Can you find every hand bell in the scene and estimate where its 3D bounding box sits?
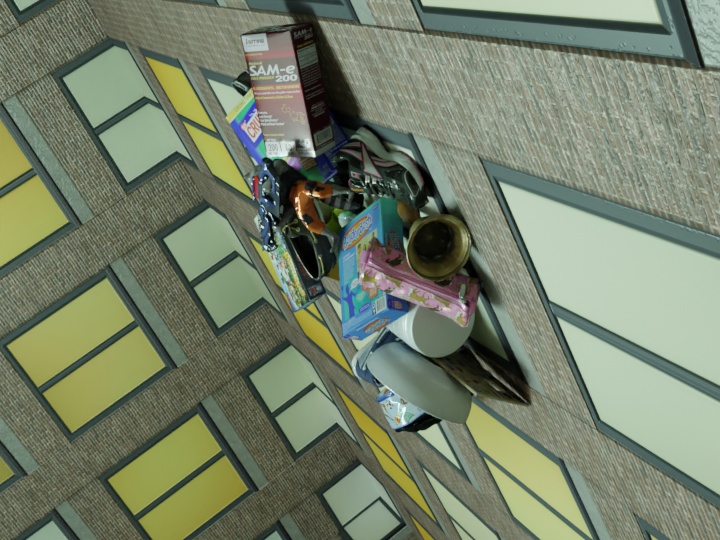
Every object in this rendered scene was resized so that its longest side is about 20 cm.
[{"bbox_3d":[0.091,-0.071,1.577,0.105,0.103,0.200,62,177,-28],"label":"hand bell"}]

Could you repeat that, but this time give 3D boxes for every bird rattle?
[{"bbox_3d":[-0.086,-0.124,1.954,0.161,0.114,0.200,19,-172,-24],"label":"bird rattle"}]

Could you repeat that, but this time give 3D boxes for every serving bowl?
[{"bbox_3d":[0.111,0.178,1.717,0.198,0.066,0.200,29,-171,-5],"label":"serving bowl"}]

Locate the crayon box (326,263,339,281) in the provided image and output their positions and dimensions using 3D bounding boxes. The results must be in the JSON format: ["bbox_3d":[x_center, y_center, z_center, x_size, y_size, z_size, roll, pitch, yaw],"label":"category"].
[{"bbox_3d":[-0.029,-0.009,1.975,0.198,0.052,0.126,20,-171,-34],"label":"crayon box"}]

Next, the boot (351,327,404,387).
[{"bbox_3d":[0.074,0.131,1.857,0.073,0.201,0.090,44,170,-27],"label":"boot"}]

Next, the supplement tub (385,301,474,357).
[{"bbox_3d":[0.093,0.054,1.733,0.200,0.131,0.133,37,158,58],"label":"supplement tub"}]

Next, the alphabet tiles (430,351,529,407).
[{"bbox_3d":[0.181,0.171,1.742,0.166,0.008,0.199,19,-165,-47],"label":"alphabet tiles"}]

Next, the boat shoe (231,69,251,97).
[{"bbox_3d":[-0.184,-0.323,1.956,0.200,0.068,0.074,49,166,26],"label":"boat shoe"}]

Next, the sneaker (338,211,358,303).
[{"bbox_3d":[0.000,0.000,1.850,0.200,0.140,0.078,46,169,-5],"label":"sneaker"}]

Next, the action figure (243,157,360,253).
[{"bbox_3d":[-0.108,-0.110,1.668,0.192,0.105,0.201,30,141,12],"label":"action figure"}]

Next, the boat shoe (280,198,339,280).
[{"bbox_3d":[-0.101,-0.074,1.746,0.071,0.061,0.203,-1,130,41],"label":"boat shoe"}]

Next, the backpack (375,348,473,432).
[{"bbox_3d":[0.121,0.222,1.916,0.155,0.189,0.200,53,168,10],"label":"backpack"}]

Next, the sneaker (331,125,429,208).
[{"bbox_3d":[0.028,-0.144,1.579,0.200,0.086,0.081,40,163,45],"label":"sneaker"}]

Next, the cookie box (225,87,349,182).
[{"bbox_3d":[-0.121,-0.234,1.738,0.201,0.075,0.171,55,143,-1],"label":"cookie box"}]

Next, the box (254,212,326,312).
[{"bbox_3d":[-0.136,-0.030,1.905,0.202,0.037,0.137,67,160,5],"label":"box"}]

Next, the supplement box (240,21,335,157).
[{"bbox_3d":[-0.114,-0.285,1.599,0.108,0.061,0.203,4,115,36],"label":"supplement box"}]

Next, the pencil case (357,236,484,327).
[{"bbox_3d":[0.091,0.018,1.575,0.197,0.083,0.087,22,139,3],"label":"pencil case"}]

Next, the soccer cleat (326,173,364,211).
[{"bbox_3d":[-0.047,-0.193,1.796,0.081,0.067,0.202,-2,122,60],"label":"soccer cleat"}]

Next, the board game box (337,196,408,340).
[{"bbox_3d":[0.018,-0.001,1.705,0.152,0.044,0.203,-34,53,52],"label":"board game box"}]
